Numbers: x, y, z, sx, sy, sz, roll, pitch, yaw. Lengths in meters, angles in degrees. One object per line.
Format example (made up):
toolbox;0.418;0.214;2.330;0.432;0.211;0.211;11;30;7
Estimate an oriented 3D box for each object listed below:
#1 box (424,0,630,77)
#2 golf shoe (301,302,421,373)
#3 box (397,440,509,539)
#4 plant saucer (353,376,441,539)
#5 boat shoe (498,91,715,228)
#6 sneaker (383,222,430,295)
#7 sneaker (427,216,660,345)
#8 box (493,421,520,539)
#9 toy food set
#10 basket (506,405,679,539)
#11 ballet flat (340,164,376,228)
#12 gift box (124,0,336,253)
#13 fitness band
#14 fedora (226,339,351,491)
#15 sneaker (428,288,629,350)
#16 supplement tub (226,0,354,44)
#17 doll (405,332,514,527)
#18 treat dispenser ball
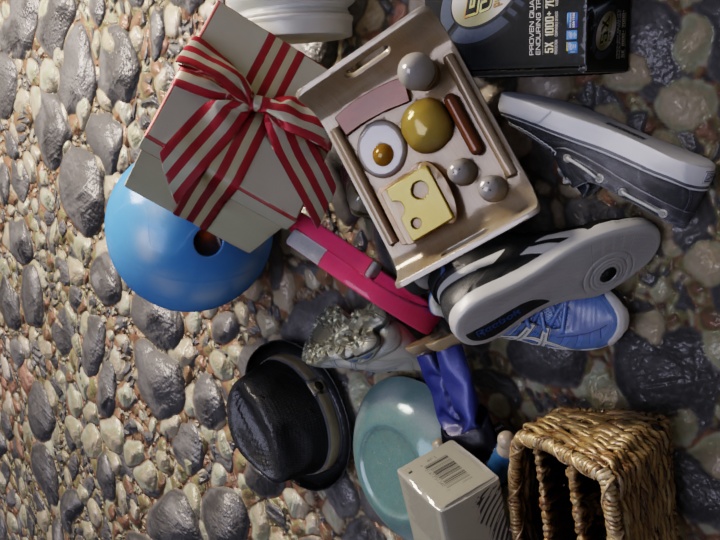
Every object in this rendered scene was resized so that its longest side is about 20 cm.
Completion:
box;0.143;-0.270;0.724;0.163;0.086;0.202;11;107;40
golf shoe;0.001;0.090;0.947;0.200;0.097;0.079;-3;59;65
box;0.100;0.272;0.810;0.082;0.068;0.201;33;142;55
plant saucer;0.047;0.222;0.945;0.200;0.038;0.203;14;108;47
boat shoe;0.201;-0.098;0.729;0.199;0.072;0.068;29;117;26
sneaker;0.080;-0.083;0.795;0.107;0.067;0.203;-15;63;30
sneaker;0.152;-0.022;0.747;0.112;0.199;0.073;-117;6;-47
box;0.185;0.270;0.851;0.142;0.036;0.202;13;107;39
toy food set;0.046;-0.103;0.726;0.143;0.060;0.201;-30;83;20
basket;0.185;0.231;0.721;0.142;0.149;0.202;-1;101;37
ballet flat;0.034;-0.063;0.881;0.200;0.071;0.070;40;131;29
gift box;-0.122;-0.123;0.847;0.187;0.183;0.201;-29;41;63
fitness band;0.000;0.000;0.884;0.200;0.143;0.038;35;92;32
fedora;-0.105;0.192;1.051;0.200;0.091;0.202;12;108;40
sneaker;0.154;0.041;0.795;0.199;0.077;0.076;5;102;40
supplement tub;-0.074;-0.340;0.862;0.144;0.144;0.202;5;103;41
doll;0.110;0.160;0.826;0.136;0.048;0.201;-18;93;61
treat dispenser ball;-0.204;-0.050;1.010;0.200;0.200;0.203;12;108;39
